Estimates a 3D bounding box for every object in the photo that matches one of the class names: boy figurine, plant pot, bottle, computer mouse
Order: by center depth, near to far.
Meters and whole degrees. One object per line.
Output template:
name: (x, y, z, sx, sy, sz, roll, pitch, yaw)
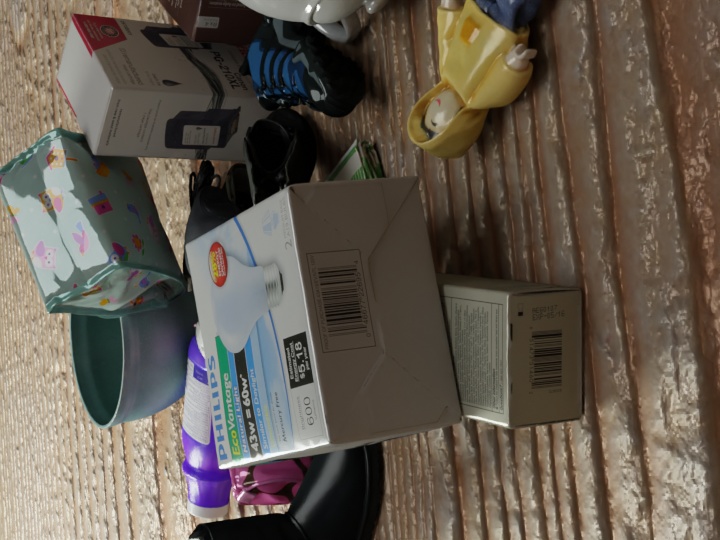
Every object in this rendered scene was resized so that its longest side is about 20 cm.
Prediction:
boy figurine: (0.091, -0.180, 1.126, 0.125, 0.064, 0.201, 55, 134, 39)
computer mouse: (-0.155, -0.028, 1.438, 0.200, 0.052, 0.140, -142, 54, -67)
bottle: (-0.160, 0.172, 1.587, 0.083, 0.065, 0.202, 29, 117, 57)
plant pot: (-0.241, 0.073, 1.651, 0.200, 0.133, 0.202, 16, 108, 61)

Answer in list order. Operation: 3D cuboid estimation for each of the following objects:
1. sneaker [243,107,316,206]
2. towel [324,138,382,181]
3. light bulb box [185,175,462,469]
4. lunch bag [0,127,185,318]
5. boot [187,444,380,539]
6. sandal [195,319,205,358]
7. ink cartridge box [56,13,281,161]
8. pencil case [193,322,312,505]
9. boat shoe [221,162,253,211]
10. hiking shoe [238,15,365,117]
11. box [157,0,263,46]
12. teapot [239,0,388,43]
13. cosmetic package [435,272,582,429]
sneaker: (-0.076, -0.109, 1.349, 0.105, 0.059, 0.201, 85, -175, -48)
towel: (0.000, 0.000, 1.340, 0.153, 0.023, 0.201, -47, 54, 52)
light bulb box: (-0.036, 0.046, 1.154, 0.200, 0.124, 0.200, -24, 74, 57)
lunch bag: (-0.266, -0.044, 1.494, 0.121, 0.200, 0.171, -29, 77, 16)
boot: (-0.073, 0.235, 1.337, 0.076, 0.167, 0.202, 29, 116, 56)
sandal: (-0.093, 0.102, 1.369, 0.199, 0.043, 0.077, 21, 126, 40)
ink cartridge box: (-0.193, -0.186, 1.487, 0.145, 0.199, 0.085, 57, 135, 42)
pencil case: (-0.107, 0.139, 1.463, 0.091, 0.093, 0.202, -33, 65, 44)
boat shoe: (-0.103, -0.035, 1.468, 0.200, 0.070, 0.064, 58, 140, 43)
hiking shoe: (-0.055, -0.179, 1.357, 0.087, 0.074, 0.200, -56, 31, 15)
box: (-0.162, -0.310, 1.521, 0.200, 0.099, 0.075, 51, 134, 45)
teapot: (-0.030, -0.281, 1.247, 0.146, 0.200, 0.197, 48, 119, 1)
cosmetic package: (0.086, 0.058, 1.140, 0.200, 0.073, 0.105, 9, 100, 60)
